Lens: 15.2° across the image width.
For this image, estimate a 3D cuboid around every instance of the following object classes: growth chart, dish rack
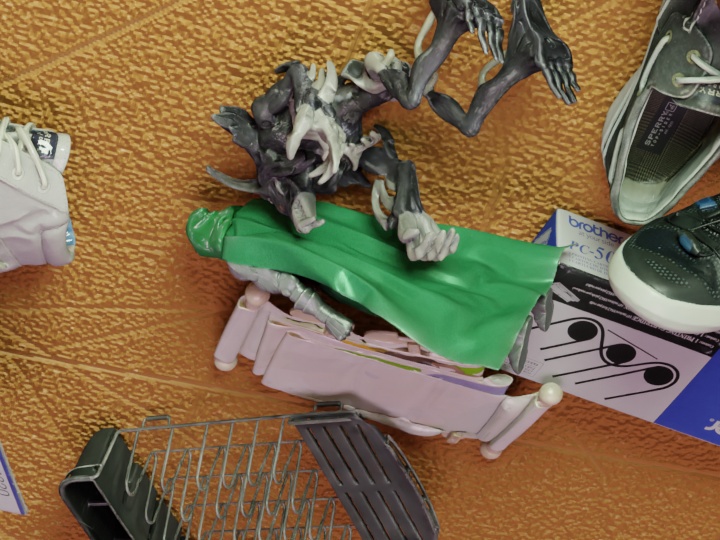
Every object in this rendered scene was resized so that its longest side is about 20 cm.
[{"bbox_3d":[0.013,0.058,1.501,0.200,0.018,0.145,19,157,-14],"label":"growth chart"},{"bbox_3d":[-0.059,0.143,1.586,0.200,0.055,0.153,-6,137,23],"label":"dish rack"}]

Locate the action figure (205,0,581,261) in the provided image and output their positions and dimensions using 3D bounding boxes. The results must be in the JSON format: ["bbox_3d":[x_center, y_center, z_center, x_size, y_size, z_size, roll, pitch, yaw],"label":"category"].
[{"bbox_3d":[0.006,-0.066,1.349,0.119,0.102,0.200,26,134,-38],"label":"action figure"}]

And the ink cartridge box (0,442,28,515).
[{"bbox_3d":[-0.284,0.042,1.481,0.200,0.043,0.197,9,138,19],"label":"ink cartridge box"}]

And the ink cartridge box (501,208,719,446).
[{"bbox_3d":[0.175,0.040,1.490,0.200,0.044,0.094,20,135,-17],"label":"ink cartridge box"}]

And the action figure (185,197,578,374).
[{"bbox_3d":[0.000,0.000,1.408,0.200,0.118,0.055,17,124,18],"label":"action figure"}]

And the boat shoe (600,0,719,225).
[{"bbox_3d":[0.176,-0.100,1.328,0.072,0.071,0.200,12,134,-9],"label":"boat shoe"}]

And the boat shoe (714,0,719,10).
[{"bbox_3d":[0.181,-0.160,1.230,0.072,0.068,0.200,-22,106,13],"label":"boat shoe"}]

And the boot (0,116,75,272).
[{"bbox_3d":[-0.198,-0.070,1.388,0.095,0.074,0.200,-5,144,0],"label":"boot"}]

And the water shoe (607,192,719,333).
[{"bbox_3d":[0.206,-0.031,1.358,0.200,0.072,0.079,-19,138,-35],"label":"water shoe"}]
